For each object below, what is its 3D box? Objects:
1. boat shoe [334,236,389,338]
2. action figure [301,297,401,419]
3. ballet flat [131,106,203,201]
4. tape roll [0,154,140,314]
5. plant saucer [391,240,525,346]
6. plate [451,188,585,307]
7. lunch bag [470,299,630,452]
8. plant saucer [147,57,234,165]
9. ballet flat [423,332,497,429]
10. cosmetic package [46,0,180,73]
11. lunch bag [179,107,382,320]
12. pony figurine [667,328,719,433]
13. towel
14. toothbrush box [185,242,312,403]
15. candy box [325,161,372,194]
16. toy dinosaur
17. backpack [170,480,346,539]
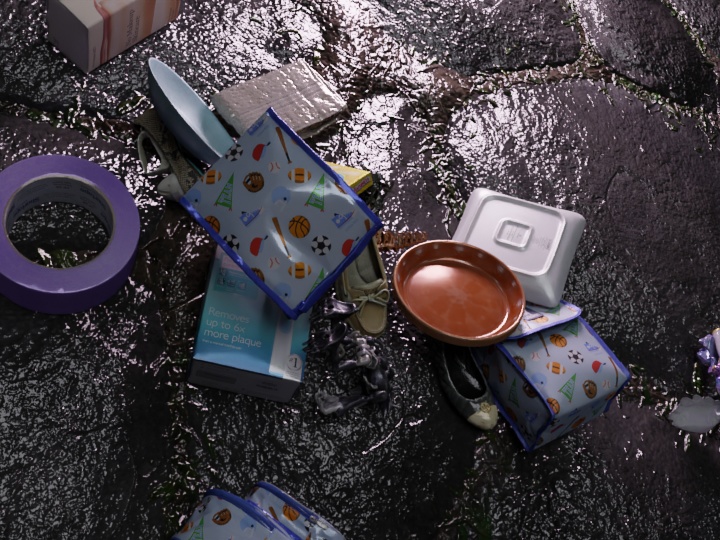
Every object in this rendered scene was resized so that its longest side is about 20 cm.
[{"bbox_3d":[0.002,-0.001,1.117,0.072,0.063,0.205,-9,92,-17],"label":"boat shoe"},{"bbox_3d":[-0.015,0.127,1.047,0.100,0.201,0.120,-16,44,16],"label":"action figure"},{"bbox_3d":[-0.273,-0.149,1.126,0.074,0.068,0.202,-29,69,-14],"label":"ballet flat"},{"bbox_3d":[-0.391,-0.049,1.016,0.196,0.066,0.204,10,59,-17],"label":"tape roll"},{"bbox_3d":[0.141,0.034,1.138,0.196,0.033,0.203,7,44,-7],"label":"plant saucer"},{"bbox_3d":[0.245,-0.049,1.250,0.196,0.033,0.201,17,54,18],"label":"plate"},{"bbox_3d":[0.268,0.133,1.161,0.167,0.125,0.201,-16,54,-28],"label":"lunch bag"},{"bbox_3d":[-0.246,-0.213,1.125,0.038,0.201,0.202,-37,79,8],"label":"plant saucer"},{"bbox_3d":[0.145,0.137,1.141,0.065,0.057,0.203,-16,70,-28],"label":"ballet flat"},{"bbox_3d":[-0.372,-0.405,1.193,0.087,0.104,0.200,41,57,4],"label":"cosmetic package"},{"bbox_3d":[-0.093,-0.063,0.978,0.200,0.124,0.170,43,88,14],"label":"lunch bag"},{"bbox_3d":[0.605,0.195,1.260,0.191,0.167,0.202,29,40,-14],"label":"pony figurine"},{"bbox_3d":[-0.128,-0.262,1.251,0.198,0.035,0.133,-30,68,-32],"label":"towel"},{"bbox_3d":[-0.142,0.057,1.050,0.144,0.086,0.203,15,57,-13],"label":"toothbrush box"},{"bbox_3d":[-0.086,-0.129,1.135,0.198,0.027,0.102,19,42,40],"label":"candy box"},{"bbox_3d":[0.000,-0.072,1.192,0.197,0.101,0.139,17,71,-34],"label":"toy dinosaur"},{"bbox_3d":[-0.115,0.325,0.863,0.188,0.201,0.155,29,51,3],"label":"backpack"}]
